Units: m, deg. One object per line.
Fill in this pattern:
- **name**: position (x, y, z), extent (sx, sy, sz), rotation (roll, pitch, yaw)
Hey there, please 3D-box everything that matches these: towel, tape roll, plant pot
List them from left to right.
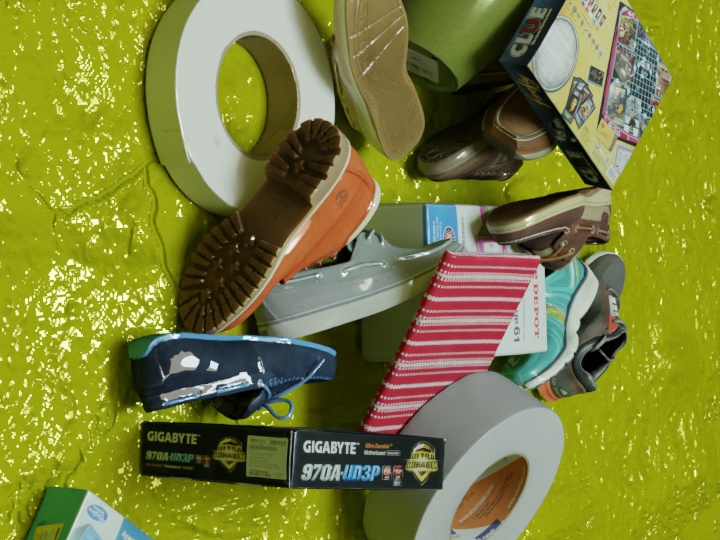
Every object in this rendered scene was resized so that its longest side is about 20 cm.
- **tape roll**: position (-0.097, -0.143, 1.433), extent (0.202, 0.037, 0.204), rotation (1, 89, -52)
- **towel**: position (0.073, 0.070, 1.509), extent (0.144, 0.022, 0.201), rotation (0, 121, -52)
- **tape roll**: position (0.096, 0.193, 1.570), extent (0.200, 0.066, 0.201), rotation (-32, 142, -29)
- **plant pot**: position (0.098, -0.272, 1.593), extent (0.187, 0.187, 0.201), rotation (42, 71, -43)

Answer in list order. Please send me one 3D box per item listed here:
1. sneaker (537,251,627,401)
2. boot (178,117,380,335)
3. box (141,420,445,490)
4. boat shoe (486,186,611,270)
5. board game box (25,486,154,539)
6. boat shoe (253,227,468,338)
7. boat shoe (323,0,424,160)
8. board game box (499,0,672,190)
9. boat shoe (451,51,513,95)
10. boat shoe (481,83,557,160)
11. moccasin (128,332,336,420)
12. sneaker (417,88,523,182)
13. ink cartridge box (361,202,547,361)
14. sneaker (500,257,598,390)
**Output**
- **sneaker**: position (0.258, 0.062, 1.840), extent (0.077, 0.082, 0.200), rotation (55, 49, -35)
- **boot**: position (-0.061, -0.017, 1.407), extent (0.200, 0.075, 0.107), rotation (-50, 146, -1)
- **box**: position (-0.051, 0.149, 1.383), extent (0.200, 0.158, 0.046), rotation (9, 82, -51)
- **boat shoe**: position (0.186, -0.035, 1.633), extent (0.200, 0.072, 0.072), rotation (-16, 98, -59)
- **board game box**: position (-0.207, 0.284, 1.269), extent (0.151, 0.047, 0.201), rotation (46, 54, -41)
- **boat shoe**: position (-0.001, 0.000, 1.474), extent (0.200, 0.070, 0.072), rotation (-20, 96, -17)
- **boat shoe**: position (0.001, -0.184, 1.507), extent (0.074, 0.069, 0.201), rotation (-40, 139, -25)
- **board game box**: position (0.213, -0.185, 1.594), extent (0.136, 0.035, 0.200), rotation (-59, 138, -16)
- **boat shoe**: position (0.138, -0.217, 1.717), extent (0.200, 0.072, 0.068), rotation (-21, 101, -60)
- **boat shoe**: position (0.183, -0.175, 1.649), extent (0.200, 0.076, 0.074), rotation (-42, 161, -47)
- **moccasin**: position (-0.105, 0.089, 1.393), extent (0.199, 0.080, 0.069), rotation (3, 79, -38)
- **sneaker**: position (0.129, -0.116, 1.694), extent (0.200, 0.070, 0.076), rotation (-37, 118, -45)
- **ink cartridge box**: position (0.091, 0.010, 1.629), extent (0.200, 0.084, 0.145), rotation (-1, 89, -53)
- **sneaker**: position (0.178, 0.047, 1.760), extent (0.080, 0.077, 0.200), rotation (51, 41, -25)
